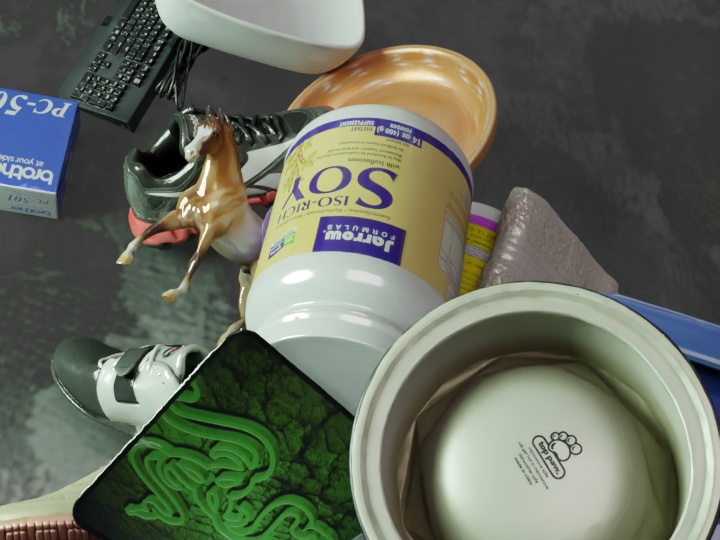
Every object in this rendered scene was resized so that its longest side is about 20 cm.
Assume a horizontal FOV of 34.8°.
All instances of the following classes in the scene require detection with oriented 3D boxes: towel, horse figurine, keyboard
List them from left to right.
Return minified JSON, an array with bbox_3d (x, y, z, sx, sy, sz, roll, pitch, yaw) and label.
[{"bbox_3d":[-0.186,-0.216,1.038,0.104,0.040,0.201,21,60,1],"label":"keyboard"},{"bbox_3d":[-0.098,-0.010,0.889,0.200,0.050,0.133,50,59,-35],"label":"horse figurine"},{"bbox_3d":[0.161,0.045,0.907,0.200,0.034,0.133,44,52,-32],"label":"towel"}]

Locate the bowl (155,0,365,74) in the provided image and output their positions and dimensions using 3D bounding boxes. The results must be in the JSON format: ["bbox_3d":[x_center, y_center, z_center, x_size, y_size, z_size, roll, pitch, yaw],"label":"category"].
[{"bbox_3d":[-0.100,-0.263,1.037,0.199,0.075,0.201,12,50,-26],"label":"bowl"}]

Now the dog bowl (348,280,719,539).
[{"bbox_3d":[0.096,0.112,0.642,0.199,0.074,0.201,-4,64,8],"label":"dog bowl"}]

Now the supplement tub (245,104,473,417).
[{"bbox_3d":[0.000,0.000,0.805,0.144,0.146,0.201,14,52,-4],"label":"supplement tub"}]

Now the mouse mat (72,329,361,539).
[{"bbox_3d":[-0.065,0.147,0.746,0.161,0.008,0.200,-47,122,-1],"label":"mouse mat"}]

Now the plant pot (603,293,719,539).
[{"bbox_3d":[0.199,0.132,0.759,0.199,0.200,0.181,19,77,16],"label":"plant pot"}]

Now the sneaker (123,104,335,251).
[{"bbox_3d":[-0.102,-0.094,0.926,0.199,0.098,0.071,-24,45,-8],"label":"sneaker"}]

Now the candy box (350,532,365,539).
[{"bbox_3d":[-0.052,0.246,0.699,0.199,0.168,0.072,-31,70,-5],"label":"candy box"}]

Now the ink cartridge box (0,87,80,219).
[{"bbox_3d":[-0.338,-0.107,0.939,0.199,0.044,0.095,10,61,-7],"label":"ink cartridge box"}]

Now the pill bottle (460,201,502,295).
[{"bbox_3d":[0.065,0.050,0.905,0.104,0.104,0.201,23,58,1],"label":"pill bottle"}]

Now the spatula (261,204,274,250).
[{"bbox_3d":[-0.048,0.048,0.882,0.056,0.020,0.201,-9,89,-60],"label":"spatula"}]

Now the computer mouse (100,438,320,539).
[{"bbox_3d":[-0.135,0.204,0.773,0.200,0.139,0.053,-42,33,-4],"label":"computer mouse"}]

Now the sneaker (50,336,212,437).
[{"bbox_3d":[-0.141,0.080,0.829,0.199,0.089,0.074,27,30,25],"label":"sneaker"}]

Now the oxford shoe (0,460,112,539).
[{"bbox_3d":[-0.182,0.172,0.812,0.199,0.071,0.074,-1,40,-19],"label":"oxford shoe"}]

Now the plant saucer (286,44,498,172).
[{"bbox_3d":[0.022,-0.113,0.985,0.199,0.038,0.201,-11,49,13],"label":"plant saucer"}]
